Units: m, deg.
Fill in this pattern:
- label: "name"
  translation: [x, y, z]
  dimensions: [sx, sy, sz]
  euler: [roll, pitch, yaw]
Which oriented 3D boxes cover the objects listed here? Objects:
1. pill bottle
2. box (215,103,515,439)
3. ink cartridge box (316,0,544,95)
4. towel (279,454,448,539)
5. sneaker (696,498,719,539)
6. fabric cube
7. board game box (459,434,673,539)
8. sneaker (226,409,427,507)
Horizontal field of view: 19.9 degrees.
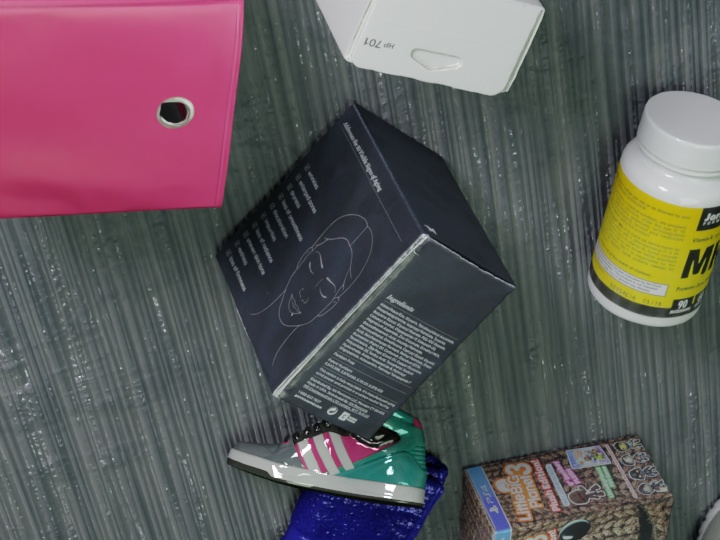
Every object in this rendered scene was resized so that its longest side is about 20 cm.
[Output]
- label: "pill bottle"
  translation: [0.286, -0.058, 1.903]
  dimensions: [0.114, 0.114, 0.201]
  euler: [-3, 128, -19]
- label: "box"
  translation: [0.000, 0.000, 1.784]
  dimensions: [0.124, 0.200, 0.197]
  euler: [27, 115, -37]
- label: "ink cartridge box"
  translation: [0.038, -0.237, 1.609]
  dimensions: [0.146, 0.200, 0.086]
  euler: [9, 123, -27]
- label: "towel"
  translation: [-0.005, 0.270, 2.097]
  dimensions: [0.147, 0.050, 0.201]
  euler: [8, 124, -27]
- label: "sneaker"
  translation: [0.449, 0.272, 2.248]
  dimensions: [0.075, 0.082, 0.200]
  euler: [28, 113, -35]
- label: "fabric cube"
  translation: [-0.212, -0.174, 1.565]
  dimensions: [0.198, 0.200, 0.197]
  euler: [-4, 129, -18]
- label: "board game box"
  translation: [0.212, 0.279, 2.155]
  dimensions: [0.199, 0.097, 0.160]
  euler: [-10, 130, -14]
- label: "sneaker"
  translation: [-0.026, 0.154, 1.980]
  dimensions: [0.199, 0.121, 0.084]
  euler: [8, 170, 14]
